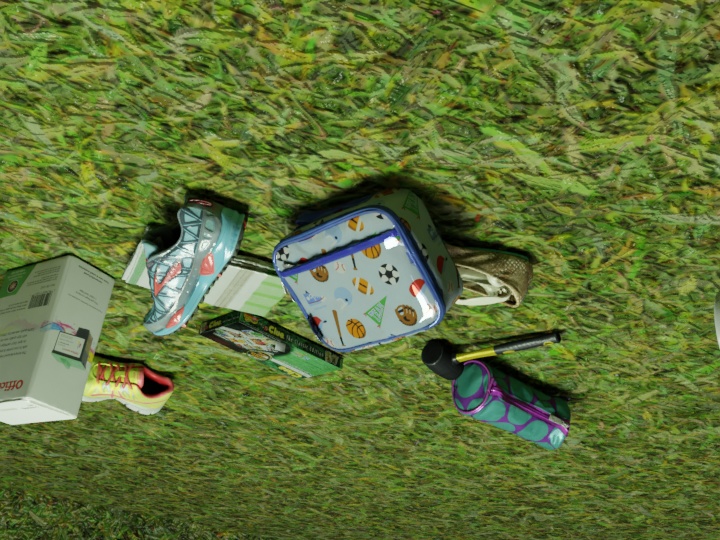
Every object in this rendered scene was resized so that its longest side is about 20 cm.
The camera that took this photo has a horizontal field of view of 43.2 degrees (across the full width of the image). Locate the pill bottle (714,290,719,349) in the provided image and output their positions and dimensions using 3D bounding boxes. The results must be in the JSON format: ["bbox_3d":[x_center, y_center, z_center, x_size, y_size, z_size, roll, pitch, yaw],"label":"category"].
[{"bbox_3d":[0.481,0.048,0.944,0.199,0.120,0.119,-11,148,34],"label":"pill bottle"}]

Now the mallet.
[{"bbox_3d":[0.185,0.115,1.261,0.199,0.041,0.066,-11,147,26],"label":"mallet"}]

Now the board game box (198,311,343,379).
[{"bbox_3d":[-0.131,0.114,1.357,0.104,0.024,0.200,-20,141,40],"label":"board game box"}]

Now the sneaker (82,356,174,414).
[{"bbox_3d":[-0.401,0.179,1.521,0.199,0.079,0.090,21,144,-36],"label":"sneaker"}]

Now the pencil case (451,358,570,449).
[{"bbox_3d":[0.229,0.200,1.359,0.199,0.086,0.092,26,165,-32],"label":"pencil case"}]

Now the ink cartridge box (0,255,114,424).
[{"bbox_3d":[-0.423,0.095,1.202,0.144,0.201,0.084,-11,148,34],"label":"ink cartridge box"}]

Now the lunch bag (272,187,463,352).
[{"bbox_3d":[0.000,0.000,0.981,0.199,0.076,0.161,-19,109,40],"label":"lunch bag"}]

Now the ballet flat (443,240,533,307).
[{"bbox_3d":[0.096,0.002,1.020,0.199,0.066,0.071,9,155,-1],"label":"ballet flat"}]

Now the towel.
[{"bbox_3d":[-0.192,0.004,1.158,0.199,0.031,0.149,15,155,-19],"label":"towel"}]

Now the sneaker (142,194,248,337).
[{"bbox_3d":[-0.211,-0.011,1.046,0.095,0.079,0.200,30,119,-16],"label":"sneaker"}]
